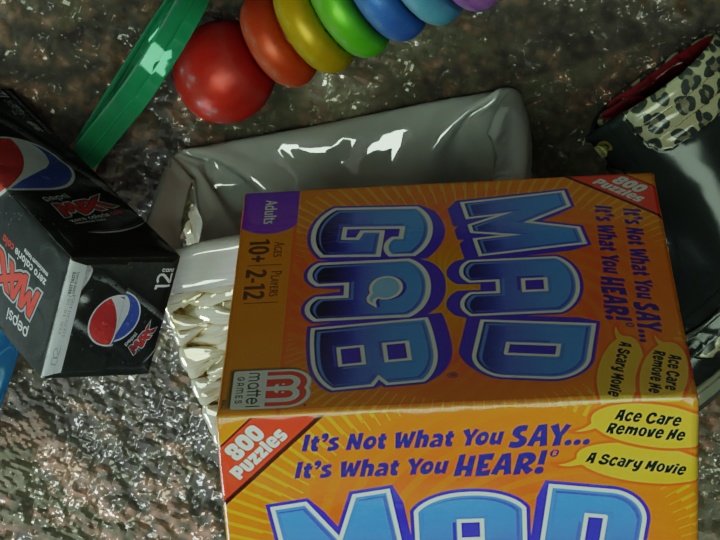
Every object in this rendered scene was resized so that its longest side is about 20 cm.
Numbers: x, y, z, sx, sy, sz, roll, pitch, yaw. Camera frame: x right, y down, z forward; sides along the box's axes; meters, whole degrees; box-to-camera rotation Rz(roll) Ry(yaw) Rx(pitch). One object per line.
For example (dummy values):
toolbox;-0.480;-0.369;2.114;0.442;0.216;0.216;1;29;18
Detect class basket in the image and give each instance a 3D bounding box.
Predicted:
basket;0.000;0.000;1.221;0.199;0.136;0.124;-10;115;8

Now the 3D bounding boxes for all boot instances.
boot;0.156;-0.012;1.235;0.203;0.074;0.154;-37;103;11

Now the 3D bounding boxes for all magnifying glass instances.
magnifying glass;-0.136;-0.077;1.237;0.022;0.080;0.200;30;122;-11

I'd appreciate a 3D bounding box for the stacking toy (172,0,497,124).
stacking toy;-0.012;-0.137;1.196;0.199;0.085;0.086;-28;108;19

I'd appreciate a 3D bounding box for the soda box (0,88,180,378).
soda box;-0.170;-0.024;1.190;0.063;0.200;0.071;-1;118;-36

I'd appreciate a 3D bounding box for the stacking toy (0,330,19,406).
stacking toy;-0.290;0.027;1.281;0.199;0.116;0.110;24;110;7

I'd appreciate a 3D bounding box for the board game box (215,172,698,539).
board game box;0.046;0.092;1.079;0.199;0.200;0.201;-3;119;3
